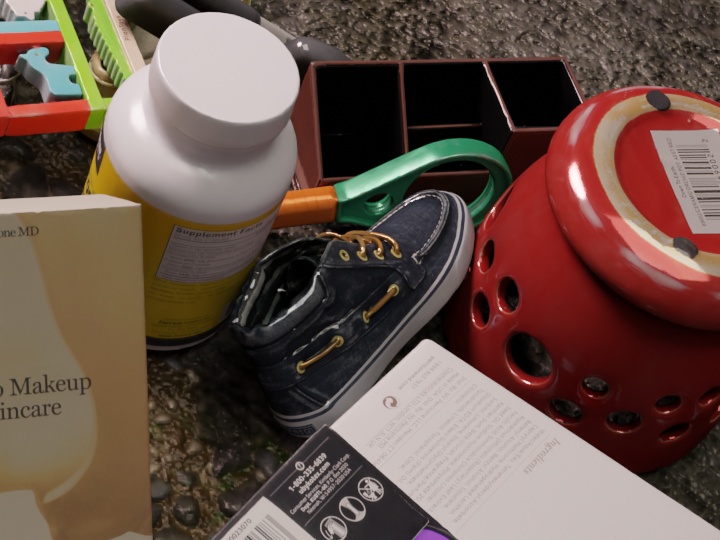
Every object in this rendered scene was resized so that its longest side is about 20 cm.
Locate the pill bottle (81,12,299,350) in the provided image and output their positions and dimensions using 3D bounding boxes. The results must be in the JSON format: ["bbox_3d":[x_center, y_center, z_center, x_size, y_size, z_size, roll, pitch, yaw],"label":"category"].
[{"bbox_3d":[-0.100,-0.051,1.025,0.111,0.200,0.113,11,50,-14],"label":"pill bottle"}]

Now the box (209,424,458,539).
[{"bbox_3d":[-0.040,0.190,0.864,0.106,0.200,0.122,39,50,11],"label":"box"}]

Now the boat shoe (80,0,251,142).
[{"bbox_3d":[-0.127,-0.165,1.192,0.073,0.063,0.201,33,50,5],"label":"boat shoe"}]

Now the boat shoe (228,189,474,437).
[{"bbox_3d":[0.000,0.000,1.074,0.071,0.091,0.201,7,47,38],"label":"boat shoe"}]

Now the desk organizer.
[{"bbox_3d":[0.053,-0.093,1.199,0.199,0.077,0.072,-4,56,-24],"label":"desk organizer"}]

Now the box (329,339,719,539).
[{"bbox_3d":[0.072,0.163,0.936,0.200,0.153,0.106,33,50,23],"label":"box"}]

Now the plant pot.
[{"bbox_3d":[0.170,-0.001,1.111,0.199,0.183,0.201,9,52,-12],"label":"plant pot"}]

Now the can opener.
[{"bbox_3d":[-0.077,-0.158,1.165,0.200,0.066,0.053,23,56,-45],"label":"can opener"}]

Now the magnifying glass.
[{"bbox_3d":[0.003,-0.045,1.154,0.199,0.080,0.022,-6,50,-13],"label":"magnifying glass"}]

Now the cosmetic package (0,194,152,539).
[{"bbox_3d":[-0.166,0.064,0.922,0.105,0.071,0.201,-6,98,-24],"label":"cosmetic package"}]

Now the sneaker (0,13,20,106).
[{"bbox_3d":[-0.275,-0.122,1.095,0.115,0.075,0.200,43,50,10],"label":"sneaker"}]

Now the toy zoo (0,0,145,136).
[{"bbox_3d":[-0.231,-0.136,1.064,0.199,0.020,0.132,-8,58,-31],"label":"toy zoo"}]
